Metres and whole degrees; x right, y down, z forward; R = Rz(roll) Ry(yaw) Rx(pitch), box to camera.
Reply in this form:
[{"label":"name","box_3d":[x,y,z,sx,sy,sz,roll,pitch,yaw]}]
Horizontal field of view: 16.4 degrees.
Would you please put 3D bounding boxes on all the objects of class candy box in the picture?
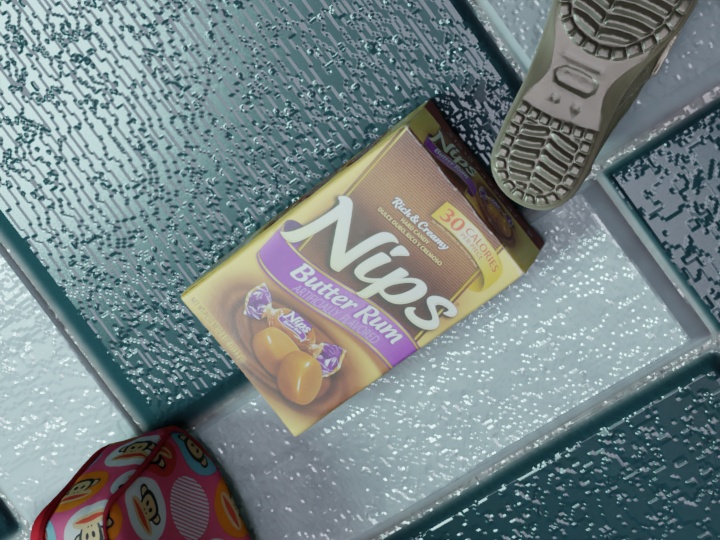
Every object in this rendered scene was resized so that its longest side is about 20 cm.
[{"label":"candy box","box_3d":[0.000,0.000,1.540,0.200,0.056,0.117,-37,96,27]}]

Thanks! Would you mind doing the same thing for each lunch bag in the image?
[{"label":"lunch bag","box_3d":[-0.129,0.218,1.609,0.082,0.176,0.201,-17,106,24]}]

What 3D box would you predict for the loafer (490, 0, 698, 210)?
[{"label":"loafer","box_3d":[0.137,-0.130,1.432,0.075,0.068,0.201,32,103,2]}]
